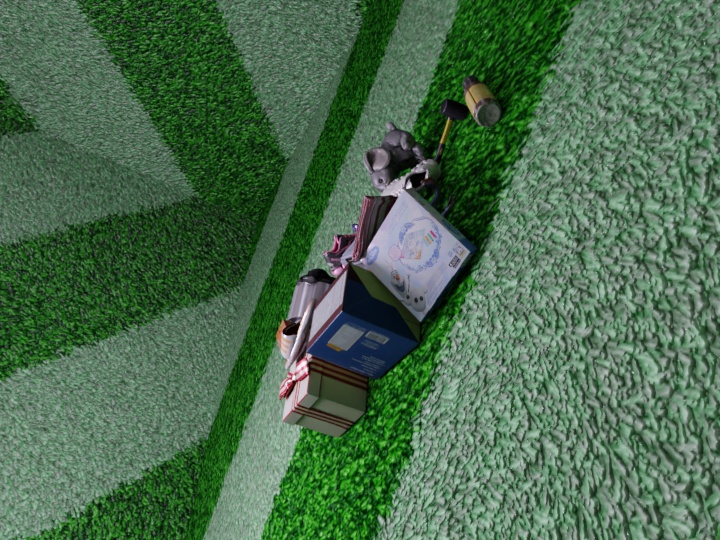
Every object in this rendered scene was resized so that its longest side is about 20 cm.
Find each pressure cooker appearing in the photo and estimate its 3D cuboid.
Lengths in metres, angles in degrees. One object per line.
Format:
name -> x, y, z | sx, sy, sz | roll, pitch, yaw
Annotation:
pressure cooker -> -0.122, 0.099, 1.908 | 0.176, 0.175, 0.204 | 136, 149, -58

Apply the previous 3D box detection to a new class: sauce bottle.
sauce bottle -> 0.274, -0.398, 1.480 | 0.065, 0.064, 0.202 | -57, 21, 31

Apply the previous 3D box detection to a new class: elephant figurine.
elephant figurine -> 0.072, -0.279, 1.736 | 0.200, 0.142, 0.155 | -44, 21, -1

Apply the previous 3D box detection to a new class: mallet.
mallet -> 0.219, -0.325, 1.620 | 0.041, 0.064, 0.204 | -121, 39, -69

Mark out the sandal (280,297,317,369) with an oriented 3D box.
sandal -> -0.162, 0.148, 1.611 | 0.079, 0.058, 0.210 | -53, -14, -66

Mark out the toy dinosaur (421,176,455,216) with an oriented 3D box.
toy dinosaur -> 0.143, -0.126, 1.539 | 0.183, 0.104, 0.201 | -62, 1, -38

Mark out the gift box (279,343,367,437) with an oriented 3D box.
gift box -> -0.099, 0.287, 1.624 | 0.185, 0.184, 0.203 | -53, 25, 39

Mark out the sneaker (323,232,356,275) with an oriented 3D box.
sneaker -> -0.031, -0.080, 1.893 | 0.200, 0.096, 0.079 | -45, 16, -20

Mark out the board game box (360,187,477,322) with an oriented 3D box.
board game box -> 0.119, -0.033, 1.369 | 0.043, 0.199, 0.202 | -17, -34, -53

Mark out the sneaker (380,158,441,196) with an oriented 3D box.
sneaker -> 0.112, -0.204, 1.621 | 0.199, 0.075, 0.081 | -40, 1, 25

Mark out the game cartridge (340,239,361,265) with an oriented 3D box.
game cartridge -> 0.027, -0.077, 1.692 | 0.134, 0.040, 0.199 | -54, 15, -19

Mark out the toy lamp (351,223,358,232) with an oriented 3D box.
toy lamp -> -0.005, -0.028, 1.837 | 0.058, 0.057, 0.205 | -147, 60, -71

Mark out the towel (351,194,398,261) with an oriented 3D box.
towel -> 0.040, -0.102, 1.497 | 0.199, 0.022, 0.147 | -16, -59, -66

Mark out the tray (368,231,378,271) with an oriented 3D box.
tray -> 0.078, -0.075, 1.546 | 0.200, 0.036, 0.100 | -45, -32, -51

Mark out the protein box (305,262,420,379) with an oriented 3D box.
protein box -> 0.007, 0.122, 1.473 | 0.200, 0.195, 0.137 | -49, 25, 47

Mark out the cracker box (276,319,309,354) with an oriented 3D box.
cracker box -> -0.127, 0.211, 1.765 | 0.059, 0.197, 0.134 | -64, 19, 7

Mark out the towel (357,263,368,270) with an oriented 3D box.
towel -> 0.000, 0.000, 1.681 | 0.194, 0.034, 0.199 | -59, 15, -26
